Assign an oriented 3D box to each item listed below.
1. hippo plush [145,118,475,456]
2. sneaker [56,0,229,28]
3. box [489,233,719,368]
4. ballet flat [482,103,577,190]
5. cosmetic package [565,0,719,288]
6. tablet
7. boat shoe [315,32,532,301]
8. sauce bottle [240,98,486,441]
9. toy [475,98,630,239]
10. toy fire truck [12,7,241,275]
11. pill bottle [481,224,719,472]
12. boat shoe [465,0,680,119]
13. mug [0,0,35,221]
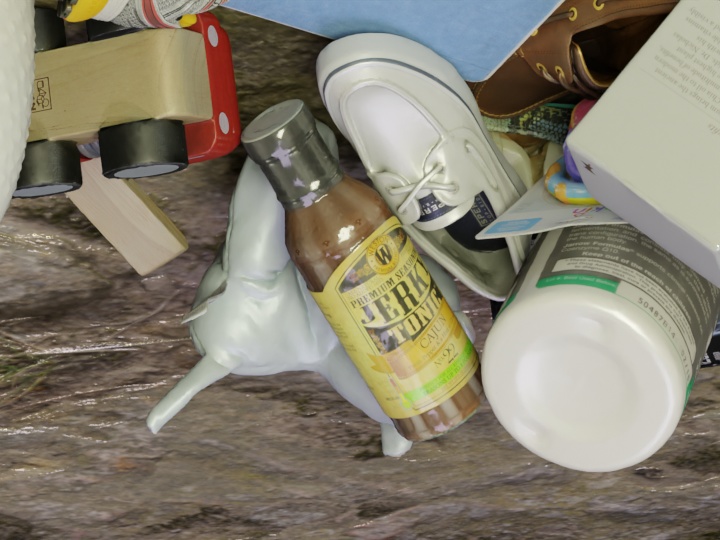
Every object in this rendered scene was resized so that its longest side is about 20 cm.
[{"bbox_3d":[-0.009,0.011,1.563,0.160,0.200,0.160,21,116,-1],"label":"hippo plush"},{"bbox_3d":[-0.083,-0.173,1.293,0.082,0.079,0.200,10,162,-20],"label":"sneaker"},{"bbox_3d":[0.174,0.005,1.709,0.162,0.087,0.200,-10,163,10],"label":"box"},{"bbox_3d":[0.080,-0.067,1.576,0.199,0.075,0.074,8,154,-28],"label":"ballet flat"},{"bbox_3d":[0.207,-0.100,1.346,0.200,0.101,0.071,-49,154,-7],"label":"cosmetic package"},{"bbox_3d":[0.003,-0.155,1.389,0.199,0.014,0.130,15,151,-19],"label":"tablet"},{"bbox_3d":[0.043,-0.054,1.474,0.073,0.066,0.200,-24,138,24],"label":"boat shoe"},{"bbox_3d":[0.000,0.000,1.468,0.064,0.065,0.201,-20,115,31],"label":"sauce bottle"},{"bbox_3d":[0.151,-0.077,1.478,0.114,0.048,0.200,-6,-163,34],"label":"toy"},{"bbox_3d":[-0.136,-0.070,1.490,0.175,0.130,0.200,-10,175,22],"label":"toy fire truck"},{"bbox_3d":[0.145,0.013,1.496,0.112,0.200,0.114,10,123,15],"label":"pill bottle"},{"bbox_3d":[0.118,-0.125,1.446,0.072,0.068,0.200,10,152,-31],"label":"boat shoe"},{"bbox_3d":[-0.227,-0.101,1.301,0.146,0.177,0.200,1,156,-14],"label":"mug"}]
